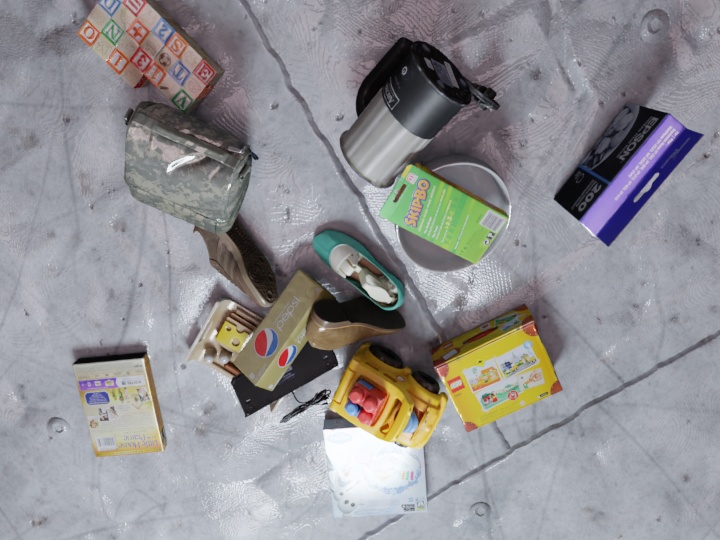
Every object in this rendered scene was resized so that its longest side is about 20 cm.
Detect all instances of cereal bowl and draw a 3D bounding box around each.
[{"bbox_3d":[0.146,-0.103,1.023,0.193,0.084,0.205,-4,124,-6],"label":"cereal bowl"}]

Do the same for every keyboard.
[{"bbox_3d":[-0.128,0.207,1.114,0.196,0.021,0.130,-28,80,2],"label":"keyboard"}]

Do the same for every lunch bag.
[{"bbox_3d":[-0.265,-0.167,0.963,0.195,0.168,0.143,24,72,-5],"label":"lunch bag"}]

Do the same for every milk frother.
[{"bbox_3d":[0.097,-0.235,0.960,0.197,0.184,0.188,27,132,-25],"label":"milk frother"}]

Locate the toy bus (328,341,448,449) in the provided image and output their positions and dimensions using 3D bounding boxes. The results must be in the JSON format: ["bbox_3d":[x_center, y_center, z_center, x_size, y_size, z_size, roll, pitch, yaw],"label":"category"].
[{"bbox_3d":[0.045,0.233,1.076,0.197,0.192,0.138,30,96,10],"label":"toy bus"}]

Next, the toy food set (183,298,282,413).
[{"bbox_3d":[-0.212,0.161,1.144,0.197,0.061,0.145,31,107,-9],"label":"toy food set"}]

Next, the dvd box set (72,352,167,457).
[{"bbox_3d":[-0.467,0.264,1.199,0.141,0.030,0.206,-6,107,3],"label":"dvd box set"}]

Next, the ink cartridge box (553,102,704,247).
[{"bbox_3d":[0.400,-0.154,0.950,0.043,0.201,0.200,32,107,-13],"label":"ink cartridge box"}]

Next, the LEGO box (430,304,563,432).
[{"bbox_3d":[0.248,0.181,1.129,0.196,0.077,0.152,-26,106,10],"label":"LEGO box"}]

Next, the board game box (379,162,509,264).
[{"bbox_3d":[0.130,-0.089,0.964,0.196,0.030,0.097,23,117,-24],"label":"board game box"}]

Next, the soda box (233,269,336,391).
[{"bbox_3d":[-0.131,0.105,1.078,0.067,0.064,0.202,34,88,28],"label":"soda box"}]

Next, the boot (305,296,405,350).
[{"bbox_3d":[-0.010,0.098,1.091,0.195,0.074,0.077,4,128,-33],"label":"boot"}]

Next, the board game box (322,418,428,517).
[{"bbox_3d":[0.032,0.388,1.221,0.193,0.044,0.205,-4,108,3],"label":"board game box"}]

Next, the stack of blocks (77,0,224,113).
[{"bbox_3d":[-0.330,-0.346,0.979,0.199,0.059,0.115,43,105,-12],"label":"stack of blocks"}]

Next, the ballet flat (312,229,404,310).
[{"bbox_3d":[0.000,0.000,1.080,0.198,0.071,0.068,36,104,-10],"label":"ballet flat"}]

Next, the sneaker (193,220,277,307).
[{"bbox_3d":[-0.220,-0.017,1.079,0.075,0.070,0.203,-32,88,32],"label":"sneaker"}]
